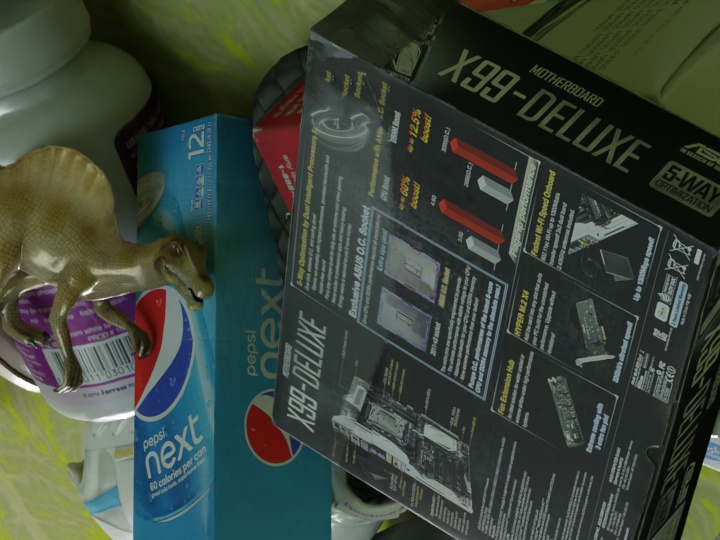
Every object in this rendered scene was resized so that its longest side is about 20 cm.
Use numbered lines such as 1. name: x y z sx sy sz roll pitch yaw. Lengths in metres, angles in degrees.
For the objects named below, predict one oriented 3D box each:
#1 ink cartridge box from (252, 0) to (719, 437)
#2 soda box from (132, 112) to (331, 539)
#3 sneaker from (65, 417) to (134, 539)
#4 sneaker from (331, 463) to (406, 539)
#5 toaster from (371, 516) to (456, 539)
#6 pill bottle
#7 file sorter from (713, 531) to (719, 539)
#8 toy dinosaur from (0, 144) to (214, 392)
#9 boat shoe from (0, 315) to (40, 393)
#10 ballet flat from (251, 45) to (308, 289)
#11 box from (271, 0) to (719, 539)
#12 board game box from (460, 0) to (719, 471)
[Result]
1. ink cartridge box: 0.077 -0.018 0.858 0.200 0.083 0.147 -3 121 46
2. soda box: -0.057 0.035 1.030 0.064 0.068 0.200 -12 76 49
3. sneaker: -0.100 0.091 1.212 0.081 0.077 0.200 45 142 4
4. sneaker: -0.011 0.091 1.097 0.075 0.100 0.200 2 140 -8
5. toaster: 0.043 0.192 1.121 0.200 0.129 0.114 -20 110 51
6. pill bottle: -0.137 -0.037 1.095 0.112 0.112 0.200 5 127 42
7. file sorter: 0.239 0.128 0.865 0.200 0.139 0.125 -20 112 51
8. toy dinosaur: -0.150 -0.012 1.025 0.200 0.058 0.101 23 109 14
9. boat shoe: -0.186 -0.018 1.199 0.059 0.072 0.200 -12 124 24
10. ballet flat: 0.000 0.000 0.991 0.057 0.066 0.200 -25 84 62
11. box: 0.050 0.015 0.804 0.158 0.050 0.200 30 139 22
12. board game box: 0.100 -0.021 0.938 0.153 0.040 0.200 21 137 30
